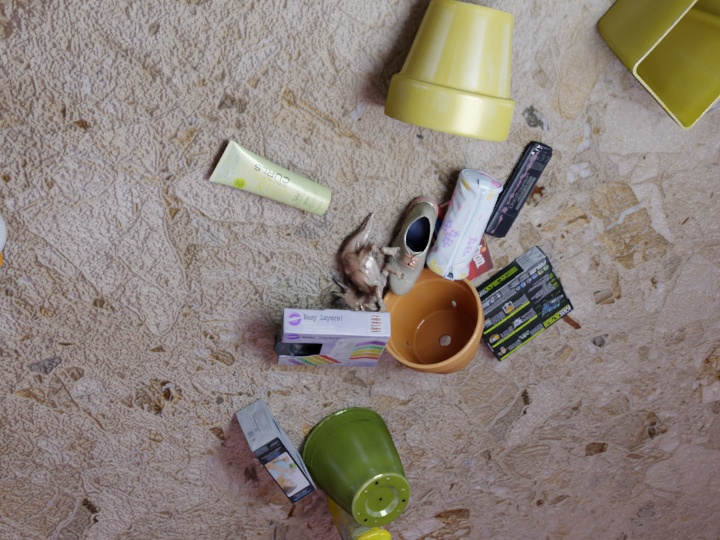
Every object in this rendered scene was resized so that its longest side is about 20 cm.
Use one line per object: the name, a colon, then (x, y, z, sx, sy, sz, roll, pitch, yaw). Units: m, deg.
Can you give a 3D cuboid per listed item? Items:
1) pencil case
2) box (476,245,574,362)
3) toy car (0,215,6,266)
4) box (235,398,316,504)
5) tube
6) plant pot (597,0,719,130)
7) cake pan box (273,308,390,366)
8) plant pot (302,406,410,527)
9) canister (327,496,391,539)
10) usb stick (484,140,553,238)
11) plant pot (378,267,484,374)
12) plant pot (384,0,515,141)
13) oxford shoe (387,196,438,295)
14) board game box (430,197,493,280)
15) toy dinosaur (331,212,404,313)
pencil case: (0.185, -0.081, 1.606, 0.083, 0.091, 0.201, 22, 114, 7)
box: (0.326, 0.072, 1.848, 0.200, 0.048, 0.193, -36, 134, 2)
toy car: (-0.561, -0.050, 1.250, 0.184, 0.177, 0.200, -27, 145, 9)
box: (-0.167, 0.361, 1.780, 0.060, 0.117, 0.200, -30, 131, -5)
tube: (-0.142, -0.143, 1.454, 0.199, 0.052, 0.058, 21, 73, -31)
plant pot: (0.521, -0.394, 1.499, 0.200, 0.177, 0.200, 30, 107, -39)
cake pan box: (-0.056, 0.123, 1.613, 0.199, 0.053, 0.184, 3, 154, -9)
plant pot: (0.006, 0.417, 1.829, 0.199, 0.193, 0.201, -10, 117, -21)
canister: (-0.003, 0.559, 1.952, 0.086, 0.200, 0.149, -14, 130, -16)
usb stick: (0.293, -0.148, 1.672, 0.055, 0.033, 0.201, 14, 118, -26)
plant pot: (0.147, 0.113, 1.705, 0.200, 0.200, 0.140, -34, 148, 2)
plant pot: (0.151, -0.314, 1.381, 0.200, 0.201, 0.190, 3, 107, -28)
oxford shoe: (0.087, -0.033, 1.618, 0.070, 0.074, 0.201, 14, 118, 1)
board game box: (0.187, -0.054, 1.701, 0.103, 0.019, 0.200, -29, 132, -5)
toy dinosaur: (0.000, 0.000, 1.615, 0.086, 0.135, 0.201, -30, 115, -45)
